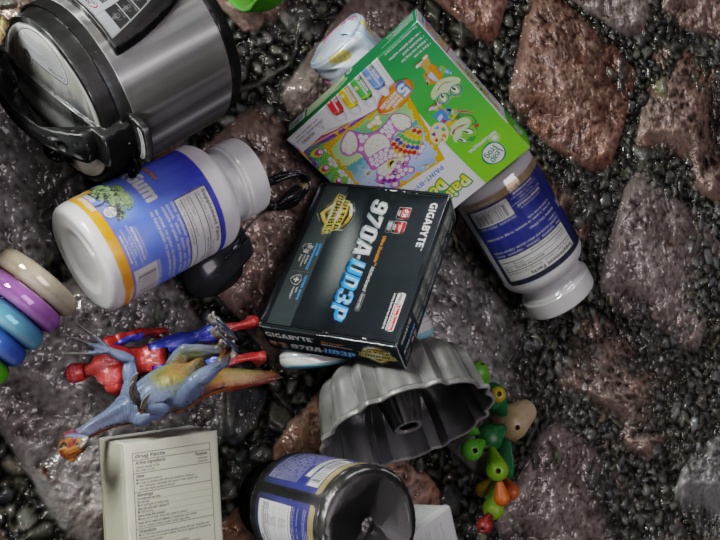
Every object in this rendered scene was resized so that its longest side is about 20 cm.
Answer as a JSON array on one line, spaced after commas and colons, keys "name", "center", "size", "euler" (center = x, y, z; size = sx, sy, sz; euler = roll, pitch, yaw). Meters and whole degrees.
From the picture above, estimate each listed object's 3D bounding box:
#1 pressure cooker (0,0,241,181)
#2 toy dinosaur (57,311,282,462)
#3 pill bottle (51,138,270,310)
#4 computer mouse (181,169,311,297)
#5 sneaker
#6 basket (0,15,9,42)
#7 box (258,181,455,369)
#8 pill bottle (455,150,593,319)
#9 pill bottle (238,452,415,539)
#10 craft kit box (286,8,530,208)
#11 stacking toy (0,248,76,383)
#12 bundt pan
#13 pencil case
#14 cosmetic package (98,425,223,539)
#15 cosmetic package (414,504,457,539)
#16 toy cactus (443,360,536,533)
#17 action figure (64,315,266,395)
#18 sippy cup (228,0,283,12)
[{"name": "pressure cooker", "center": [-0.231, -0.181, 0.885], "size": [0.199, 0.175, 0.180], "euler": [-36, 107, -29]}, {"name": "toy dinosaur", "center": [-0.188, 0.126, 0.894], "size": [0.181, 0.105, 0.200], "euler": [-44, 121, 1]}, {"name": "pill bottle", "center": [-0.190, -0.055, 0.939], "size": [0.199, 0.112, 0.113], "euler": [-33, 104, -31]}, {"name": "computer mouse", "center": [-0.117, -0.045, 1.033], "size": [0.059, 0.034, 0.200], "euler": [51, 61, -18]}, {"name": "sneaker", "center": [-0.016, 0.035, 1.072], "size": [0.198, 0.079, 0.132], "euler": [-13, 89, -36]}, {"name": "basket", "center": [-0.406, -0.160, 0.786], "size": [0.148, 0.142, 0.202], "euler": [33, 69, -28]}, {"name": "box", "center": [0.000, 0.000, 1.016], "size": [0.046, 0.157, 0.202], "euler": [68, 37, -50]}, {"name": "pill bottle", "center": [0.207, -0.045, 1.201], "size": [0.116, 0.115, 0.201], "euler": [-43, 110, -28]}, {"name": "pill bottle", "center": [-0.043, 0.242, 0.958], "size": [0.111, 0.199, 0.114], "euler": [3, 85, -33]}, {"name": "craft kit box", "center": [0.053, -0.151, 1.073], "size": [0.197, 0.199, 0.049], "euler": [41, 25, -25]}, {"name": "stacking toy", "center": [-0.348, 0.080, 0.849], "size": [0.085, 0.085, 0.201], "euler": [44, 70, -22]}, {"name": "bundt pan", "center": [0.042, 0.138, 1.042], "size": [0.200, 0.202, 0.076], "euler": [5, 53, -33]}, {"name": "pencil case", "center": [0.032, -0.203, 1.113], "size": [0.200, 0.090, 0.083], "euler": [43, 77, -22]}, {"name": "cosmetic package", "center": [-0.193, 0.260, 0.933], "size": [0.102, 0.073, 0.203], "euler": [-1, 86, -33]}, {"name": "cosmetic package", "center": [0.011, 0.320, 1.019], "size": [0.199, 0.101, 0.072], "euler": [-17, 95, -48]}, {"name": "toy cactus", "center": [0.162, 0.204, 1.179], "size": [0.164, 0.101, 0.203], "euler": [-19, 94, -52]}, {"name": "action figure", "center": [-0.197, 0.088, 0.961], "size": [0.198, 0.052, 0.066], "euler": [-7, 84, -29]}, {"name": "sippy cup", "center": [-0.116, -0.378, 1.006], "size": [0.178, 0.130, 0.140], "euler": [49, 62, -19]}]
